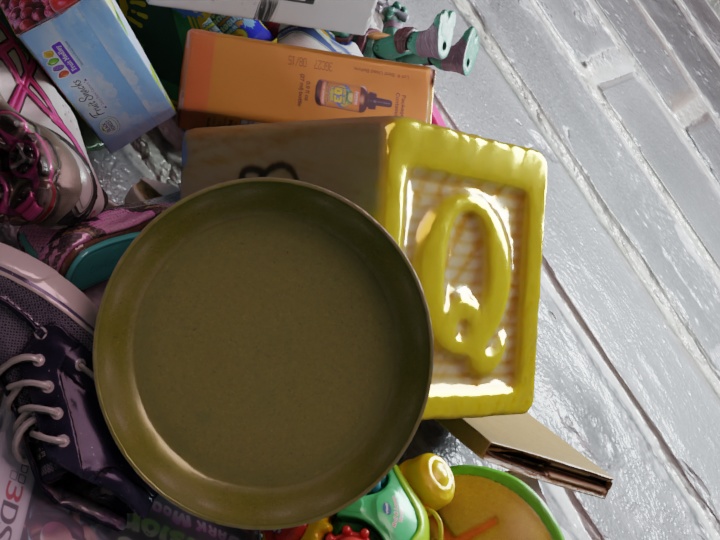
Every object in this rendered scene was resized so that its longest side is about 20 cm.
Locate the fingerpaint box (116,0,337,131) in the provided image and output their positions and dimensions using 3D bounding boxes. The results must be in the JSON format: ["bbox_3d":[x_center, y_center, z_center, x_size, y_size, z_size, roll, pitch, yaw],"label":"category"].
[{"bbox_3d":[-0.119,-0.212,1.055,0.167,0.073,0.200,50,33,-8],"label":"fingerpaint box"}]

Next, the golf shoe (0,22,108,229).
[{"bbox_3d":[-0.241,-0.110,0.777,0.202,0.072,0.092,59,20,14],"label":"golf shoe"}]

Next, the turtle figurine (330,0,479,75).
[{"bbox_3d":[0.013,-0.238,1.183,0.149,0.197,0.102,-22,120,-58],"label":"turtle figurine"}]

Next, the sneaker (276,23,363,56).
[{"bbox_3d":[-0.002,-0.161,1.042,0.199,0.074,0.089,31,48,-50],"label":"sneaker"}]

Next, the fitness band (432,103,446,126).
[{"bbox_3d":[0.045,-0.142,1.231,0.144,0.037,0.200,50,32,-6],"label":"fitness band"}]

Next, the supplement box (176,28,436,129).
[{"bbox_3d":[-0.043,-0.135,0.915,0.197,0.069,0.068,7,80,-8],"label":"supplement box"}]

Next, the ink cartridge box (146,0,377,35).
[{"bbox_3d":[-0.092,-0.278,0.969,0.197,0.085,0.147,1,39,-30],"label":"ink cartridge box"}]

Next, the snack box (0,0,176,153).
[{"bbox_3d":[-0.223,-0.209,0.834,0.201,0.067,0.169,60,-3,23],"label":"snack box"}]

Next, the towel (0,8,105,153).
[{"bbox_3d":[-0.286,-0.130,0.820,0.154,0.023,0.200,56,32,2],"label":"towel"}]

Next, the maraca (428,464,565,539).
[{"bbox_3d":[0.085,0.234,0.812,0.107,0.135,0.204,-18,108,-57],"label":"maraca"}]

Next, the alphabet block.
[{"bbox_3d":[0.000,0.000,0.837,0.195,0.198,0.199,2,90,-49],"label":"alphabet block"}]

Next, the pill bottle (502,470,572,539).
[{"bbox_3d":[0.128,0.266,0.899,0.109,0.109,0.202,11,52,-46],"label":"pill bottle"}]

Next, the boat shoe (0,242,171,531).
[{"bbox_3d":[-0.184,0.069,0.681,0.199,0.074,0.093,38,42,-20],"label":"boat shoe"}]

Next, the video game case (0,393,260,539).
[{"bbox_3d":[-0.146,0.165,0.725,0.199,0.023,0.184,33,38,-29],"label":"video game case"}]

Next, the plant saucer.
[{"bbox_3d":[-0.056,0.048,0.682,0.201,0.199,0.031,52,-4,-2],"label":"plant saucer"}]

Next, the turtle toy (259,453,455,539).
[{"bbox_3d":[-0.016,0.197,0.742,0.101,0.145,0.202,35,38,-33],"label":"turtle toy"}]

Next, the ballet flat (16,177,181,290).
[{"bbox_3d":[-0.166,-0.032,0.850,0.071,0.070,0.199,43,29,20],"label":"ballet flat"}]

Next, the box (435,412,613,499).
[{"bbox_3d":[0.097,0.118,0.975,0.162,0.021,0.200,22,10,-39],"label":"box"}]
